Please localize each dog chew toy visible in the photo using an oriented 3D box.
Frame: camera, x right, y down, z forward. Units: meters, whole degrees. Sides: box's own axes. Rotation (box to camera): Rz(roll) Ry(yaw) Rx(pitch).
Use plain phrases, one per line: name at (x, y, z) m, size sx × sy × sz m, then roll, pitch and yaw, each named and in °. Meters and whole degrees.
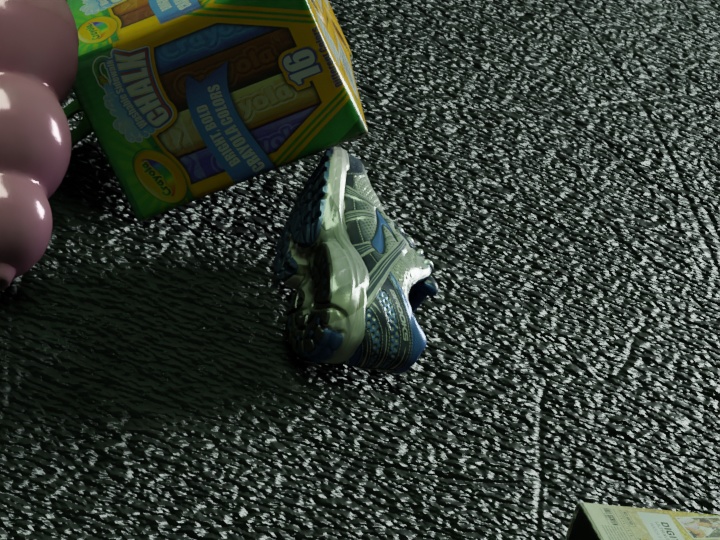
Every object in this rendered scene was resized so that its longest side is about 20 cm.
dog chew toy at (-0.220, -0.083, 1.558) m, size 0.124 × 0.125 × 0.200 m, roll 5°, pitch 64°, yaw -27°

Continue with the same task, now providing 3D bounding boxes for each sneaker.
sneaker at (0.000, 0.000, 1.648) m, size 0.085 × 0.077 × 0.200 m, roll 22°, pitch 32°, yaw -17°

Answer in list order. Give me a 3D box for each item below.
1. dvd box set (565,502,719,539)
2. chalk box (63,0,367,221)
dvd box set at (0.225, 0.184, 1.469) m, size 0.200 × 0.029 × 0.146 m, roll 7°, pitch 28°, yaw -22°
chalk box at (-0.113, -0.124, 1.692) m, size 0.200 × 0.124 × 0.125 m, roll -20°, pitch 28°, yaw 5°
